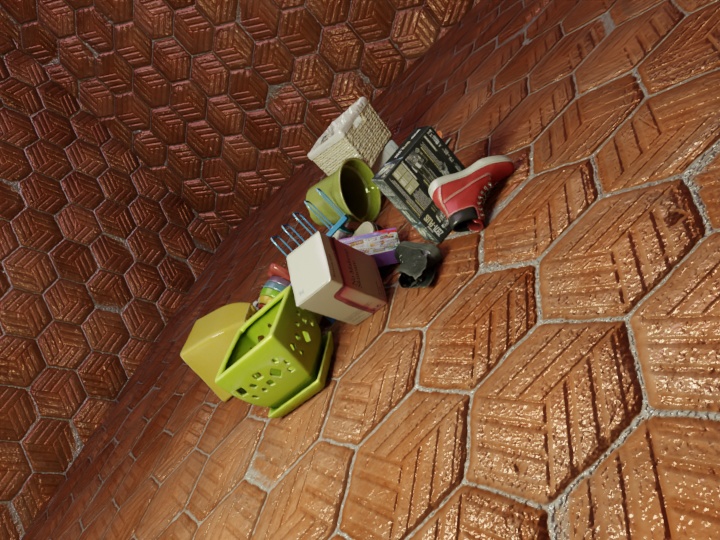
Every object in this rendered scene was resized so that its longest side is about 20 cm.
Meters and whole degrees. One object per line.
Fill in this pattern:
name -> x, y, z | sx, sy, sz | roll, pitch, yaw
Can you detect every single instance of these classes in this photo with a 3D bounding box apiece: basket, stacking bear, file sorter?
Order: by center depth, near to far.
file sorter -> -0.142, -0.118, 1.688 | 0.200, 0.123, 0.139 | -46, 2, 6
stacking bear -> -0.275, 0.102, 1.866 | 0.204, 0.112, 0.122 | -67, 7, -20
basket -> -0.031, -0.414, 1.951 | 0.198, 0.161, 0.200 | -24, 28, 50

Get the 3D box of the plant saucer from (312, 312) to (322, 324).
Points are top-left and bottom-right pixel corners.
plant saucer -> -0.128, 0.085, 1.527 | 0.203, 0.047, 0.202 | -93, 22, -47

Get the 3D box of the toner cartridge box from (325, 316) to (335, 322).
toner cartridge box -> -0.072, 0.061, 1.590 | 0.095, 0.043, 0.200 | -47, 18, 3

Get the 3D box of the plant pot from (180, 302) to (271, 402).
plant pot -> -0.362, 0.208, 1.728 | 0.198, 0.197, 0.195 | -34, 21, 15

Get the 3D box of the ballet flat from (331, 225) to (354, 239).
ballet flat -> -0.052, -0.100, 1.870 | 0.072, 0.072, 0.200 | -46, 16, 1

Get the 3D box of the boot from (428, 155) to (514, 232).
boot -> 0.260, -0.155, 1.265 | 0.196, 0.073, 0.146 | -24, 55, -7

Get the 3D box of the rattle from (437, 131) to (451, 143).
rattle -> 0.198, -0.320, 1.786 | 0.127, 0.146, 0.200 | 1, 24, 23

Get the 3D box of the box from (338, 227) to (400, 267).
box -> 0.004, -0.045, 1.485 | 0.195, 0.040, 0.138 | -12, 26, 3

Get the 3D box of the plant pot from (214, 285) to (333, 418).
plant pot -> -0.175, 0.193, 1.333 | 0.198, 0.181, 0.202 | -38, 20, 25

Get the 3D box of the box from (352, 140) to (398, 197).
box -> 0.047, -0.327, 2.018 | 0.201, 0.105, 0.184 | -48, 18, -5

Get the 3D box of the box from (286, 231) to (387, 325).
box -> -0.050, 0.021, 1.320 | 0.108, 0.198, 0.130 | -34, 55, 27

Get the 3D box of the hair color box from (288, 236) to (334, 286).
hair color box -> -0.128, 0.000, 1.730 | 0.200, 0.065, 0.110 | -42, 5, 48

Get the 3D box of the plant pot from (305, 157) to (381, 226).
plant pot -> -0.065, -0.224, 1.856 | 0.181, 0.202, 0.202 | -14, 35, 39

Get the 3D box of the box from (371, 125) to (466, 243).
box -> 0.152, -0.192, 1.351 | 0.164, 0.200, 0.086 | -48, 19, -6

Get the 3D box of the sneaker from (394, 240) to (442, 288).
sneaker -> 0.107, -0.009, 1.299 | 0.105, 0.060, 0.199 | -48, 21, -19

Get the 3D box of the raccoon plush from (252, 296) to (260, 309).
raccoon plush -> -0.361, 0.165, 1.971 | 0.198, 0.097, 0.135 | -31, 16, 42

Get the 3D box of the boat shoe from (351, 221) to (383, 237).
boat shoe -> -0.009, -0.068, 1.725 | 0.062, 0.074, 0.199 | -2, -31, -47
